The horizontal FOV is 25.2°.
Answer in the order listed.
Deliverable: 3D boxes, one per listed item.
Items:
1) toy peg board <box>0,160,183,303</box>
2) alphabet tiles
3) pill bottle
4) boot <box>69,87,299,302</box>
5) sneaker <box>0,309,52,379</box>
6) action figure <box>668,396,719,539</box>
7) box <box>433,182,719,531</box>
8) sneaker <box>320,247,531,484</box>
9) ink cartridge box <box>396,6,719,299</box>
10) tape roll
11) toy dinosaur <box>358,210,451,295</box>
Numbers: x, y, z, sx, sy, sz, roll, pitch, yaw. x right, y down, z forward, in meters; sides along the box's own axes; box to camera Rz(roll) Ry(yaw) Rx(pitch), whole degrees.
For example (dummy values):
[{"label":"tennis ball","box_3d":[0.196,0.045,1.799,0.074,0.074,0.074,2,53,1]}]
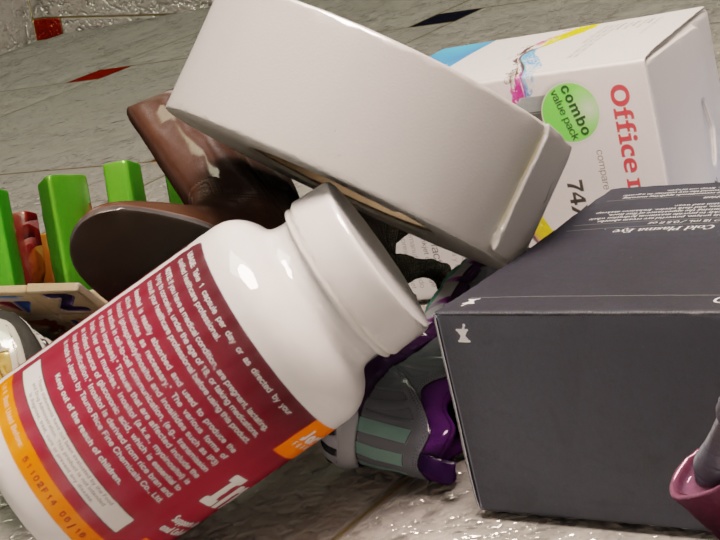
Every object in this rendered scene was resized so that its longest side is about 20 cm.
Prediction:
[{"label":"toy peg board","box_3d":[-0.154,-0.013,1.076,0.199,0.098,0.199,-11,-4,9]},{"label":"alphabet tiles","box_3d":[-0.152,0.042,0.943,0.199,0.008,0.167,-2,-24,22]},{"label":"pill bottle","box_3d":[-0.072,0.050,0.766,0.200,0.113,0.113,-35,14,7]},{"label":"boot","box_3d":[-0.102,-0.050,0.889,0.186,0.064,0.200,20,28,-40]},{"label":"sneaker","box_3d":[-0.176,0.060,0.905,0.087,0.076,0.200,-9,-11,-13]},{"label":"action figure","box_3d":[0.123,0.128,0.532,0.200,0.134,0.149,-10,-32,-35]},{"label":"box","box_3d":[0.170,0.033,0.743,0.200,0.104,0.182,-1,19,39]},{"label":"sneaker","box_3d":[0.066,0.054,0.857,0.087,0.075,0.200,17,38,31]},{"label":"ink cartridge box","box_3d":[0.132,-0.077,1.075,0.199,0.147,0.146,-5,17,30]},{"label":"tape roll","box_3d":[0.005,-0.071,0.825,0.202,0.071,0.202,25,-2,1]},{"label":"toy dinosaur","box_3d":[0.000,0.000,0.959,0.102,0.200,0.077,4,37,-19]}]
